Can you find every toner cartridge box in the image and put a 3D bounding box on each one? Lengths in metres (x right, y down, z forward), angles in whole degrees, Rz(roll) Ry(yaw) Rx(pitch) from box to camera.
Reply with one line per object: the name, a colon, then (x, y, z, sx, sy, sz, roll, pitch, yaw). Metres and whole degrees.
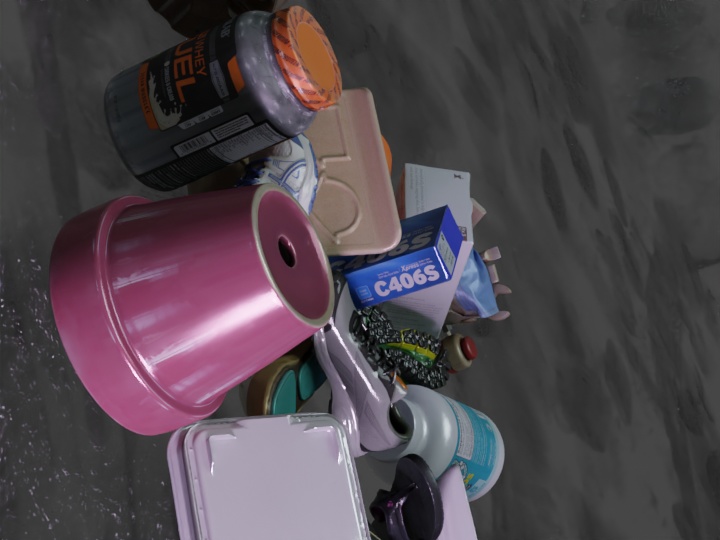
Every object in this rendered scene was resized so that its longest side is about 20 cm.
toner cartridge box: (0.000, 0.000, 1.627, 0.043, 0.199, 0.095, 64, 21, -20)

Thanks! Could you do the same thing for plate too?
plate: (0.076, 0.318, 1.614, 0.200, 0.032, 0.201, 121, -38, -60)

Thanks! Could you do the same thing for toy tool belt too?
toy tool belt: (0.130, 0.020, 2.022, 0.201, 0.123, 0.125, 68, 22, -2)

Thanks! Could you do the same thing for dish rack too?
dish rack: (-0.068, 0.211, 1.361, 0.171, 0.044, 0.201, -2, 65, -23)

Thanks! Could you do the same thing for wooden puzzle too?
wooden puzzle: (-0.073, -0.090, 1.600, 0.046, 0.199, 0.186, 110, -29, -63)

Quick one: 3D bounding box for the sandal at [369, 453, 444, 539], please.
sandal: (0.036, 0.250, 1.573, 0.075, 0.048, 0.201, 54, -30, 26)

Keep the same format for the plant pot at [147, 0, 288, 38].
plant pot: (-0.129, -0.344, 1.681, 0.201, 0.200, 0.198, 58, 32, -25)

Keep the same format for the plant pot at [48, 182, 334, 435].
plant pot: (-0.129, 0.017, 1.341, 0.200, 0.179, 0.200, 48, 30, -41)

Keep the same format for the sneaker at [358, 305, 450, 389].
sneaker: (0.002, 0.089, 1.736, 0.200, 0.085, 0.078, 30, 53, -36)

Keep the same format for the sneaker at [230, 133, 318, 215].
sneaker: (-0.095, -0.060, 1.497, 0.088, 0.075, 0.201, 22, 57, -36)

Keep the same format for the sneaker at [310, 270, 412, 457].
sneaker: (0.001, 0.088, 1.560, 0.074, 0.079, 0.201, -68, 147, -59)

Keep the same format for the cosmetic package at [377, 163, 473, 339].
cosmetic package: (0.065, -0.011, 1.810, 0.200, 0.081, 0.113, 105, -11, -46)

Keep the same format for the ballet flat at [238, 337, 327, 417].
ballet flat: (-0.082, 0.113, 1.522, 0.200, 0.063, 0.069, -39, 129, -72)

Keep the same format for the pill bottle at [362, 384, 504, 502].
pill bottle: (0.071, 0.187, 1.749, 0.200, 0.111, 0.111, 28, 45, -58)

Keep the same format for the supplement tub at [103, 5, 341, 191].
supplement tub: (-0.125, -0.161, 1.482, 0.123, 0.200, 0.123, 50, 28, -39)

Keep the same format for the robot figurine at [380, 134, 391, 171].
robot figurine: (-0.026, -0.090, 1.769, 0.200, 0.116, 0.144, -85, 177, -49)

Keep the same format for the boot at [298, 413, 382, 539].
boot: (-0.018, 0.232, 1.562, 0.139, 0.077, 0.200, -103, 168, -50)
